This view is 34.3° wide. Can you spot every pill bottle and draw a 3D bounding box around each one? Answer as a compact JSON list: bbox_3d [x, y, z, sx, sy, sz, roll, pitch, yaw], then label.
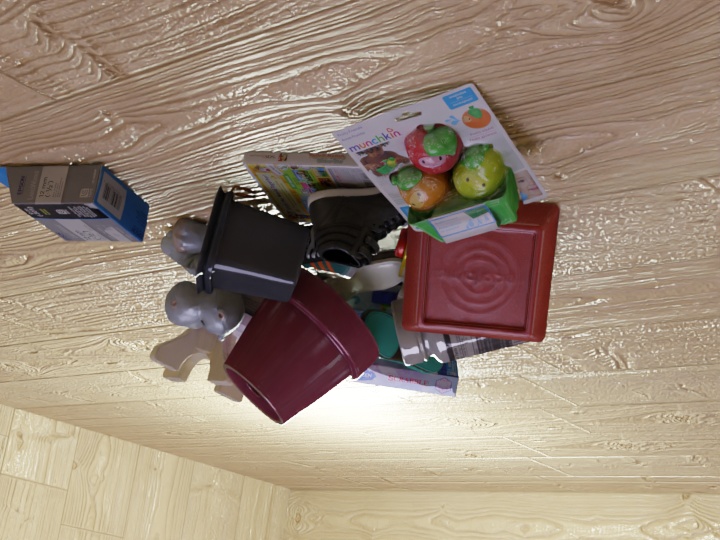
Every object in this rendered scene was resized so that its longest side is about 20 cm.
[{"bbox_3d":[0.149,0.066,1.661,0.198,0.114,0.113,-13,159,4],"label":"pill bottle"}]

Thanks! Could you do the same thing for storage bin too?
[{"bbox_3d":[-0.144,-0.031,1.600,0.133,0.147,0.200,15,168,-5],"label":"storage bin"}]

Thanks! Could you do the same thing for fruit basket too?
[{"bbox_3d":[0.093,-0.117,1.343,0.184,0.095,0.200,-15,143,28],"label":"fruit basket"}]

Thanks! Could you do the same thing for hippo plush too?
[{"bbox_3d":[-0.218,0.026,1.787,0.198,0.163,0.159,8,161,-2],"label":"hippo plush"}]

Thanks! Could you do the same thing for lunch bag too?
[{"bbox_3d":[0.060,0.065,1.914,0.198,0.083,0.161,10,162,-7],"label":"lunch bag"}]

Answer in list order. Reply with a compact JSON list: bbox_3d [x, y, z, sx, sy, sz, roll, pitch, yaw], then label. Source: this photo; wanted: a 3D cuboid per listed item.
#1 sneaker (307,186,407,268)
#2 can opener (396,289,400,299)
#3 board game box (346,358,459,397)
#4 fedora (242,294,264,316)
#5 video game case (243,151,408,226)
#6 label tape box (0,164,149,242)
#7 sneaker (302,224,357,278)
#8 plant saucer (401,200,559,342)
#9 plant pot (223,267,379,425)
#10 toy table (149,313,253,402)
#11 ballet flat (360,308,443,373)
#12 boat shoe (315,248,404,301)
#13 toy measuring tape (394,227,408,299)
[{"bbox_3d":[0.030,-0.055,1.479,0.198,0.100,0.071,-6,158,10],"label":"sneaker"},{"bbox_3d":[0.155,0.047,1.817,0.198,0.053,0.066,-2,172,-2],"label":"can opener"},{"bbox_3d":[0.065,0.138,2.005,0.197,0.042,0.200,8,-157,-3],"label":"board game box"},{"bbox_3d":[-0.192,0.046,1.941,0.198,0.091,0.177,15,162,19],"label":"fedora"},{"bbox_3d":[-0.040,-0.107,1.548,0.180,0.023,0.200,3,162,15],"label":"video game case"},{"bbox_3d":[-0.424,-0.094,1.673,0.198,0.067,0.143,-1,160,19],"label":"label tape box"},{"bbox_3d":[-0.051,-0.030,1.682,0.079,0.072,0.200,16,167,-16],"label":"sneaker"},{"bbox_3d":[0.157,0.004,1.550,0.197,0.202,0.037,5,-156,5],"label":"plant saucer"},{"bbox_3d":[-0.101,0.123,1.750,0.200,0.179,0.200,40,163,15],"label":"plant pot"},{"bbox_3d":[-0.248,0.127,1.896,0.183,0.118,0.199,28,161,-24],"label":"toy table"},{"bbox_3d":[0.049,0.111,1.845,0.199,0.068,0.070,31,171,-40],"label":"ballet flat"},{"bbox_3d":[-0.002,-0.001,1.777,0.072,0.061,0.201,32,144,-33],"label":"boat shoe"},{"bbox_3d":[0.080,-0.019,1.661,0.073,0.074,0.200,8,157,-1],"label":"toy measuring tape"}]
